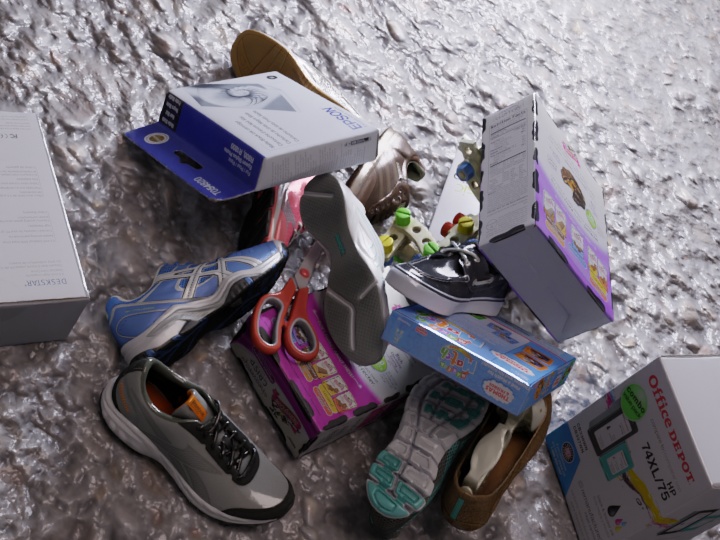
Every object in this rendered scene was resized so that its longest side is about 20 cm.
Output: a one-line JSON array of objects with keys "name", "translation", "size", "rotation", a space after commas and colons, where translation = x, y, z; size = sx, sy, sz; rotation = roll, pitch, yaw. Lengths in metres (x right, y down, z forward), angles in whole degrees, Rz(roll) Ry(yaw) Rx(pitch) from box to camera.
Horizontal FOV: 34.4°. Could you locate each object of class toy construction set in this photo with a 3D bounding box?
[{"name": "toy construction set", "translation": [0.101, -0.051, 1.295], "size": [0.130, 0.093, 0.200], "rotation": [32, 69, 28]}]

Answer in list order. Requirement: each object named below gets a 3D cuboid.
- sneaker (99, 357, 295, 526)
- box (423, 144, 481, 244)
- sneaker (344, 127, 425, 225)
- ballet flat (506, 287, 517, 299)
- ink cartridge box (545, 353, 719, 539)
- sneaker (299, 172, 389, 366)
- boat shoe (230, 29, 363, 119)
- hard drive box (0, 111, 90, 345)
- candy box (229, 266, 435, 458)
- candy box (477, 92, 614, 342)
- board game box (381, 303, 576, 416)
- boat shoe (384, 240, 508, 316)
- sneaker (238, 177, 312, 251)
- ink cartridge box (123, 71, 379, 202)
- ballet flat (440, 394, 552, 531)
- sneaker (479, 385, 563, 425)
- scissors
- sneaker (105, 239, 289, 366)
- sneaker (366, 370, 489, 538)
[{"name": "sneaker", "translation": [-0.139, 0.153, 1.032], "size": [0.199, 0.079, 0.074], "rotation": [38, 43, -9]}, {"name": "box", "translation": [0.164, -0.070, 1.393], "size": [0.142, 0.037, 0.202], "rotation": [10, 47, 12]}, {"name": "sneaker", "translation": [0.022, -0.089, 1.327], "size": [0.075, 0.070, 0.201], "rotation": [38, 45, -7]}, {"name": "ballet flat", "translation": [0.220, -0.016, 1.422], "size": [0.067, 0.068, 0.201], "rotation": [44, 45, -13]}, {"name": "ink cartridge box", "translation": [0.329, 0.199, 1.247], "size": [0.144, 0.200, 0.149], "rotation": [3, 57, -33]}, {"name": "sneaker", "translation": [0.000, 0.000, 1.167], "size": [0.080, 0.070, 0.203], "rotation": [22, 49, -55]}, {"name": "boat shoe", "translation": [-0.068, -0.202, 1.355], "size": [0.200, 0.071, 0.069], "rotation": [43, 18, 9]}, {"name": "hard drive box", "translation": [-0.343, -0.038, 1.024], "size": [0.154, 0.077, 0.203], "rotation": [-3, 61, -36]}, {"name": "candy box", "translation": [-0.016, 0.088, 1.178], "size": [0.198, 0.061, 0.137], "rotation": [-18, 68, -41]}, {"name": "candy box", "translation": [0.197, -0.057, 1.239], "size": [0.168, 0.071, 0.202], "rotation": [46, 35, -34]}, {"name": "board game box", "translation": [0.123, 0.078, 1.158], "size": [0.150, 0.037, 0.199], "rotation": [29, 13, 19]}, {"name": "boat shoe", "translation": [0.097, 0.003, 1.166], "size": [0.071, 0.069, 0.199], "rotation": [35, 16, 34]}, {"name": "sneaker", "translation": [-0.072, -0.067, 1.242], "size": [0.086, 0.074, 0.203], "rotation": [24, 48, -21]}, {"name": "ink cartridge box", "translation": [-0.115, -0.145, 1.201], "size": [0.198, 0.041, 0.199], "rotation": [-19, 37, -34]}, {"name": "ballet flat", "translation": [0.140, 0.164, 1.148], "size": [0.067, 0.073, 0.200], "rotation": [29, 55, 18]}, {"name": "sneaker", "translation": [0.136, 0.151, 1.248], "size": [0.115, 0.074, 0.200], "rotation": [31, 49, 9]}, {"name": "scissors", "translation": [-0.065, 0.008, 1.154], "size": [0.072, 0.014, 0.202], "rotation": [22, 46, -16]}, {"name": "sneaker", "translation": [-0.151, 0.017, 1.106], "size": [0.199, 0.076, 0.077], "rotation": [-32, 72, -31]}, {"name": "sneaker", "translation": [0.060, 0.180, 1.148], "size": [0.077, 0.092, 0.200], "rotation": [31, 50, 16]}]
